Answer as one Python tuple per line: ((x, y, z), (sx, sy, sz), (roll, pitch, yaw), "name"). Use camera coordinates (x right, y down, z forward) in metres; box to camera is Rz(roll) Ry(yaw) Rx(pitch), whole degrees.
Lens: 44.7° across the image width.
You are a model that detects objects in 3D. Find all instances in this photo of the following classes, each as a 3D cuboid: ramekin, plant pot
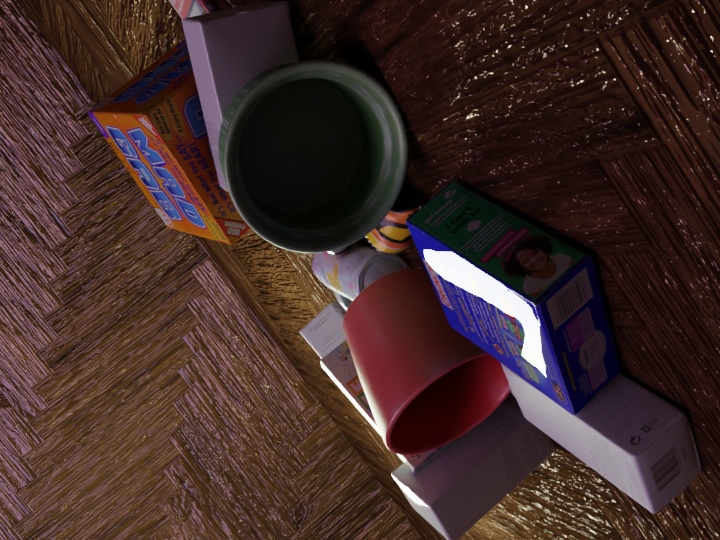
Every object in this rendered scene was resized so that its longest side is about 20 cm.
((-0.057, -0.128, 0.939), (0.200, 0.200, 0.098), (58, 172, -26), "ramekin")
((0.078, 0.107, 1.130), (0.178, 0.200, 0.201), (56, 171, 35), "plant pot")

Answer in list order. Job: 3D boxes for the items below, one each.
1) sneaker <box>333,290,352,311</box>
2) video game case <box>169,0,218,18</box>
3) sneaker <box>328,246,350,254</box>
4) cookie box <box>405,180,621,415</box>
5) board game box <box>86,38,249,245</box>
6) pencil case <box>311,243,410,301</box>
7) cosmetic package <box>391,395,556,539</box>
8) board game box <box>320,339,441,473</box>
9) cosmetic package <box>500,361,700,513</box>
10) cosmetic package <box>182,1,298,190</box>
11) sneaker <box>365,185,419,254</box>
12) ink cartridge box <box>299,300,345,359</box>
((-0.002, 0.052, 1.467), (0.071, 0.073, 0.200), (25, 150, 56), "sneaker")
((-0.208, -0.335, 1.269), (0.200, 0.017, 0.143), (54, 166, -10), "video game case")
((-0.062, -0.084, 1.342), (0.200, 0.077, 0.112), (56, 175, 32), "sneaker")
((0.151, 0.024, 0.880), (0.200, 0.075, 0.172), (37, 160, 47), "cookie box")
((-0.199, -0.185, 1.174), (0.199, 0.200, 0.200), (15, 142, 51), "board game box")
((0.000, 0.000, 1.302), (0.200, 0.090, 0.084), (21, 129, 64), "pencil case")
((0.157, 0.265, 1.216), (0.108, 0.200, 0.085), (30, 155, 58), "cosmetic package")
((0.058, 0.161, 1.223), (0.200, 0.134, 0.034), (47, 166, 19), "board game box")
((0.245, 0.150, 0.908), (0.200, 0.074, 0.102), (38, 161, 51), "cosmetic package")
((-0.124, -0.197, 1.004), (0.085, 0.107, 0.201), (30, 134, 60), "cosmetic package")
((0.005, -0.117, 1.057), (0.200, 0.070, 0.090), (51, 147, 19), "sneaker")
((0.005, 0.149, 1.553), (0.200, 0.083, 0.145), (50, -163, 7), "ink cartridge box")
